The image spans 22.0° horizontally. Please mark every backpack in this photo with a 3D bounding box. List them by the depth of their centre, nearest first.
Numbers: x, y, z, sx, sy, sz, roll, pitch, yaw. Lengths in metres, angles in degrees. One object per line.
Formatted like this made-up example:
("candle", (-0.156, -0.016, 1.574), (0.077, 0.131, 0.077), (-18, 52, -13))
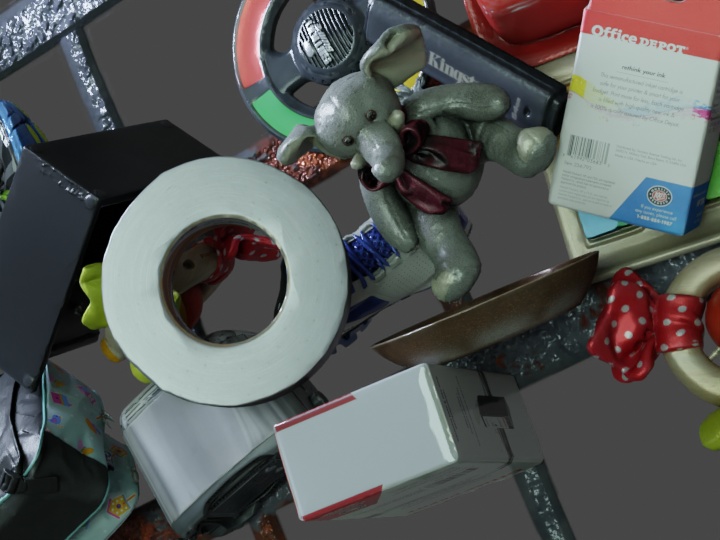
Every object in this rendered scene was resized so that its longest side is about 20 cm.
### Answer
("backpack", (-0.294, 0.182, 1.668), (0.176, 0.153, 0.200), (-49, 33, 17))

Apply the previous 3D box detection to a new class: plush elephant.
("plush elephant", (0.031, -0.103, 1.484), (0.165, 0.154, 0.200), (-53, 50, 23))

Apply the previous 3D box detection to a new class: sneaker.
("sneaker", (-0.001, 0.000, 1.576), (0.199, 0.115, 0.081), (-42, 73, 15))
("sneaker", (-0.327, -0.065, 1.750), (0.082, 0.071, 0.201), (-15, 84, 16))

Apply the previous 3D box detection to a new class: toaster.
("toaster", (-0.122, 0.144, 1.626), (0.200, 0.113, 0.129), (-42, 68, 17))

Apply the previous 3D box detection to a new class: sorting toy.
("sorting toy", (0.234, -0.108, 1.521), (0.184, 0.036, 0.201), (-19, 79, 22))

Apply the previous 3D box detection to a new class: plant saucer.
("plant saucer", (0.105, 0.038, 1.485), (0.200, 0.200, 0.037), (-23, 88, 21))

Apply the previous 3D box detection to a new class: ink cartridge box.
("ink cartridge box", (0.228, -0.140, 1.460), (0.116, 0.067, 0.201), (15, 103, 20))
("ink cartridge box", (0.043, 0.142, 1.504), (0.144, 0.200, 0.084), (-24, 74, 21))

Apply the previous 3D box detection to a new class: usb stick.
("usb stick", (0.087, -0.174, 1.550), (0.199, 0.033, 0.056), (32, 130, 22))

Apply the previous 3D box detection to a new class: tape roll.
("tape roll", (-0.107, 0.010, 1.499), (0.199, 0.066, 0.202), (0, 85, 1))

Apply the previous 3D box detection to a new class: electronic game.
("electronic game", (-0.024, -0.203, 1.640), (0.199, 0.042, 0.201), (-1, 87, 24))

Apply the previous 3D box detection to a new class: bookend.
("bookend", (-0.234, -0.018, 1.658), (0.092, 0.198, 0.201), (34, 116, 22))

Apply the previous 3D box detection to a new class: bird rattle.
("bird rattle", (0.287, 0.054, 1.467), (0.163, 0.113, 0.200), (-46, 60, 0))
("bird rattle", (-0.164, 0.010, 1.628), (0.113, 0.200, 0.163), (44, 145, 1))

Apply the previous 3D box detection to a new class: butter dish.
("butter dish", (0.148, -0.286, 1.510), (0.198, 0.148, 0.201), (-19, 80, 22))
